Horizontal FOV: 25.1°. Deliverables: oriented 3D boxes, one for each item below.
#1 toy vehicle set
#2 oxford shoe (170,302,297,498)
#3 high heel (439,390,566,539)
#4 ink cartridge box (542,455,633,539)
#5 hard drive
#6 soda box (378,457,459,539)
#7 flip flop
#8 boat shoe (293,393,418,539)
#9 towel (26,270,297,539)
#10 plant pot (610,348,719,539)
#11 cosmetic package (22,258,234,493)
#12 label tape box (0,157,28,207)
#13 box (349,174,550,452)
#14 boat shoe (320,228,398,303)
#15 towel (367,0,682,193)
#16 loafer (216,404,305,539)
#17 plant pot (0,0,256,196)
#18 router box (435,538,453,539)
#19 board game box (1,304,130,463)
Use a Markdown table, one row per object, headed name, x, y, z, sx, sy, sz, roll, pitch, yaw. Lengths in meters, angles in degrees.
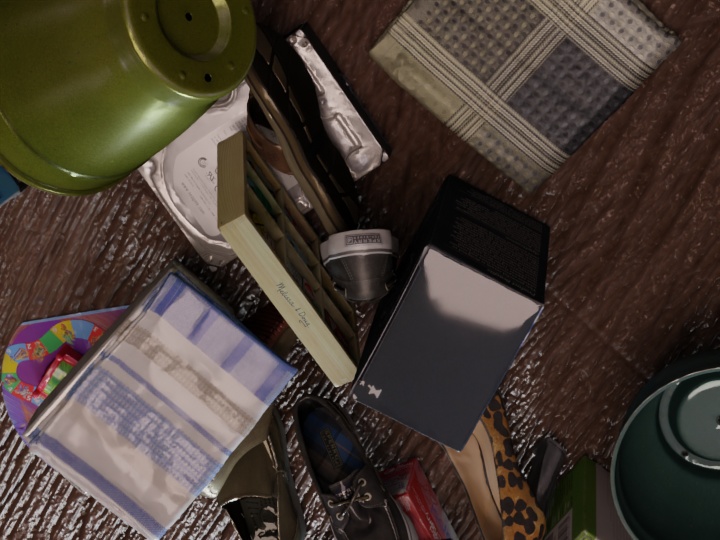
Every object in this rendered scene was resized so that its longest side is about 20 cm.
| name | x | y | z | sx | sy | sz | roll | pitch | yaw |
| --- | --- | --- | --- | --- | --- | --- | --- | --- | --- |
| toy vehicle set | -0.060 | -0.009 | 1.374 | 0.026 | 0.125 | 0.200 | -25 | 126 | 14 |
| oxford shoe | -0.105 | 0.113 | 1.463 | 0.075 | 0.070 | 0.200 | 44 | 76 | -26 |
| high heel | 0.087 | 0.168 | 1.439 | 0.199 | 0.143 | 0.071 | 32 | 138 | -6 |
| ink cartridge box | 0.256 | 0.280 | 1.454 | 0.200 | 0.148 | 0.076 | 37 | 111 | -6 |
| hard drive | -0.090 | -0.106 | 1.426 | 0.199 | 0.038 | 0.140 | -31 | 103 | 16 |
| soda box | 0.065 | 0.283 | 1.524 | 0.063 | 0.070 | 0.201 | -22 | 106 | 18 |
| flip flop | -0.062 | -0.113 | 1.366 | 0.057 | 0.081 | 0.201 | -16 | 113 | 28 |
| boat shoe | -0.009 | 0.194 | 1.446 | 0.070 | 0.066 | 0.201 | -28 | 59 | 8 |
| towel | -0.169 | 0.118 | 1.384 | 0.147 | 0.024 | 0.200 | 40 | 91 | -9 |
| plant pot | 0.318 | 0.151 | 1.406 | 0.199 | 0.134 | 0.202 | 3 | 110 | 8 |
| cosmetic package | -0.204 | 0.089 | 1.444 | 0.081 | 0.113 | 0.200 | 43 | 92 | -8 |
| label tape box | -0.330 | -0.126 | 1.365 | 0.066 | 0.200 | 0.144 | -30 | 103 | 19 |
| box | 0.079 | 0.031 | 1.363 | 0.107 | 0.200 | 0.149 | 27 | 112 | -2 |
| boat shoe | 0.000 | 0.000 | 1.362 | 0.068 | 0.200 | 0.057 | -6 | 87 | 2 |
| towel | 0.135 | -0.193 | 1.369 | 0.200 | 0.035 | 0.193 | 40 | 113 | -9 |
| loafer | -0.102 | 0.189 | 1.515 | 0.075 | 0.070 | 0.201 | -18 | 106 | 14 |
| plant pot | -0.189 | -0.177 | 1.287 | 0.192 | 0.200 | 0.201 | -14 | 110 | 46 |
| router box | 0.005 | 0.335 | 1.490 | 0.199 | 0.051 | 0.150 | -10 | 108 | 15 |
| board game box | -0.250 | 0.119 | 1.527 | 0.199 | 0.039 | 0.159 | -9 | 108 | 11 |
